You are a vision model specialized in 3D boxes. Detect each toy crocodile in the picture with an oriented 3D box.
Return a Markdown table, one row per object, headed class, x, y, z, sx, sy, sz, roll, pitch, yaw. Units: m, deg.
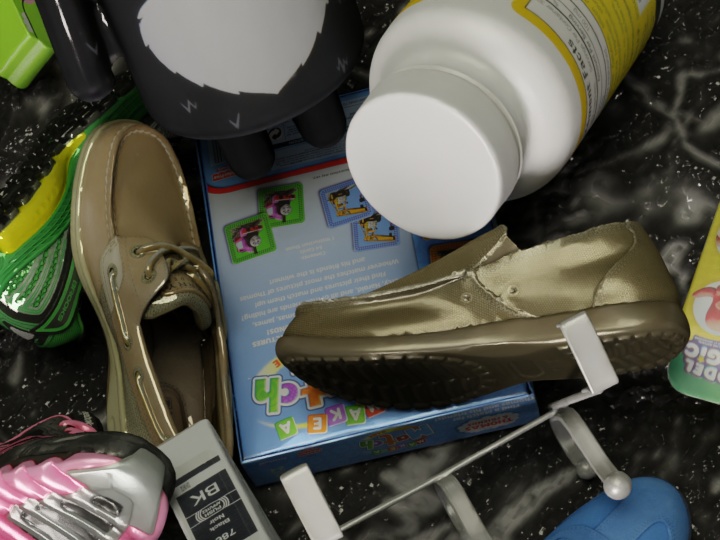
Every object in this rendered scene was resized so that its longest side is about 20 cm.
| class | x | y | z | sx | sy | sz | roll | pitch | yaw |
| --- | --- | --- | --- | --- | --- | --- | --- | --- | --- |
| toy crocodile | -0.222 | -0.191 | 1.282 | 0.068 | 0.062 | 0.201 | -49 | 57 | 30 |

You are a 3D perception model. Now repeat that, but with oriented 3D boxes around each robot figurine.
| class | x | y | z | sx | sy | sz | roll | pitch | yaw |
| --- | --- | --- | --- | --- | --- | --- | --- | --- | --- |
| robot figurine | -0.070 | -0.146 | 1.098 | 0.124 | 0.201 | 0.150 | 9 | 44 | 37 |

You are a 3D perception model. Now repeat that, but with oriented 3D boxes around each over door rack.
| class | x | y | z | sx | sy | sz | roll | pitch | yaw |
| --- | --- | --- | --- | --- | --- | --- | --- | --- | --- |
| over door rack | 0.046 | 0.102 | 0.988 | 0.147 | 0.200 | 0.067 | -29 | 75 | -5 |

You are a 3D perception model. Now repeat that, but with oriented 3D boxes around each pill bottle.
| class | x | y | z | sx | sy | sz | roll | pitch | yaw |
| --- | --- | --- | --- | --- | --- | --- | --- | --- | --- |
| pill bottle | 0.071 | -0.104 | 1.100 | 0.111 | 0.112 | 0.200 | 17 | 41 | 20 |

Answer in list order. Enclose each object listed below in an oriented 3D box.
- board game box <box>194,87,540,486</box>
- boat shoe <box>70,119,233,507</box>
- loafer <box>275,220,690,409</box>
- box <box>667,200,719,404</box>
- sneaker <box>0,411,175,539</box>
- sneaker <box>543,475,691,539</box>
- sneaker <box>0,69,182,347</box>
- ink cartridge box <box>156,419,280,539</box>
| class | x | y | z | sx | sy | sz | roll | pitch | yaw |
| --- | --- | --- | --- | --- | --- | --- | --- | --- | --- |
| board game box | 0.000 | 0.000 | 1.141 | 0.150 | 0.037 | 0.201 | -13 | 59 | 5 |
| boat shoe | -0.098 | 0.015 | 1.106 | 0.072 | 0.065 | 0.201 | 3 | 73 | -35 |
| loafer | 0.057 | 0.020 | 1.049 | 0.199 | 0.076 | 0.068 | -5 | 65 | 12 |
| box | 0.232 | -0.010 | 1.091 | 0.117 | 0.048 | 0.201 | 15 | 64 | 19 |
| sneaker | -0.145 | 0.099 | 1.056 | 0.200 | 0.079 | 0.096 | -24 | 29 | 50 |
| sneaker | 0.081 | 0.165 | 1.012 | 0.200 | 0.079 | 0.066 | -44 | 60 | -14 |
| sneaker | -0.139 | -0.041 | 1.181 | 0.078 | 0.085 | 0.200 | -11 | 36 | 53 |
| ink cartridge box | -0.038 | 0.155 | 0.983 | 0.039 | 0.100 | 0.200 | -30 | 30 | -5 |
